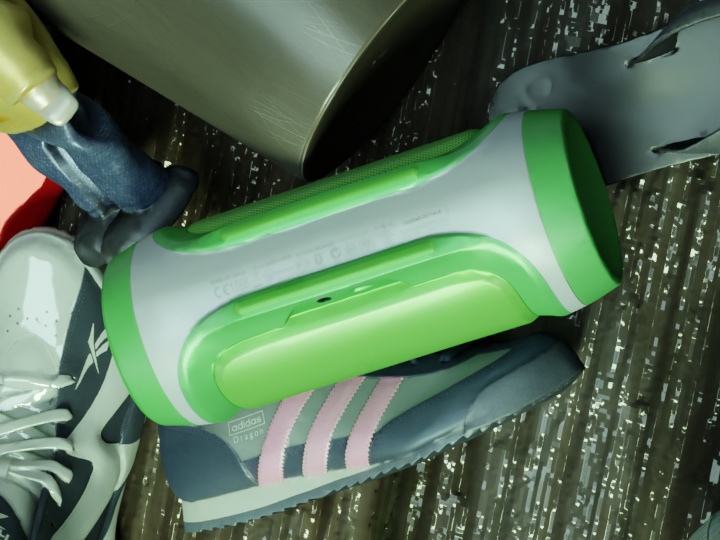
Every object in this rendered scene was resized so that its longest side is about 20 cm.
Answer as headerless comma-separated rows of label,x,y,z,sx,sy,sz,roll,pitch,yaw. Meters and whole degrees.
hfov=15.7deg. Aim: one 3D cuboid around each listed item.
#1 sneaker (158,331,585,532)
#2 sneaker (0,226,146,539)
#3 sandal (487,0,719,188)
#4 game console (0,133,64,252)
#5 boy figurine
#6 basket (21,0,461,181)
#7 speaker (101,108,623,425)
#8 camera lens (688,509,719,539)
sneaker,-0.005,0.048,1.103,0.199,0.070,0.082,-20,89,24
sneaker,-0.151,0.087,1.137,0.079,0.130,0.200,10,101,12
sandal,0.140,-0.076,1.036,0.199,0.043,0.076,-24,86,25
game console,-0.237,-0.044,1.229,0.172,0.119,0.201,25,109,-12
boy figurine,-0.156,-0.081,1.085,0.065,0.200,0.124,-55,29,-10
basket,-0.066,-0.139,1.077,0.200,0.136,0.181,38,142,10
speaker,0.000,0.000,1.048,0.199,0.088,0.089,-18,89,15
camera lens,0.212,0.122,0.962,0.160,0.160,0.200,47,112,13
